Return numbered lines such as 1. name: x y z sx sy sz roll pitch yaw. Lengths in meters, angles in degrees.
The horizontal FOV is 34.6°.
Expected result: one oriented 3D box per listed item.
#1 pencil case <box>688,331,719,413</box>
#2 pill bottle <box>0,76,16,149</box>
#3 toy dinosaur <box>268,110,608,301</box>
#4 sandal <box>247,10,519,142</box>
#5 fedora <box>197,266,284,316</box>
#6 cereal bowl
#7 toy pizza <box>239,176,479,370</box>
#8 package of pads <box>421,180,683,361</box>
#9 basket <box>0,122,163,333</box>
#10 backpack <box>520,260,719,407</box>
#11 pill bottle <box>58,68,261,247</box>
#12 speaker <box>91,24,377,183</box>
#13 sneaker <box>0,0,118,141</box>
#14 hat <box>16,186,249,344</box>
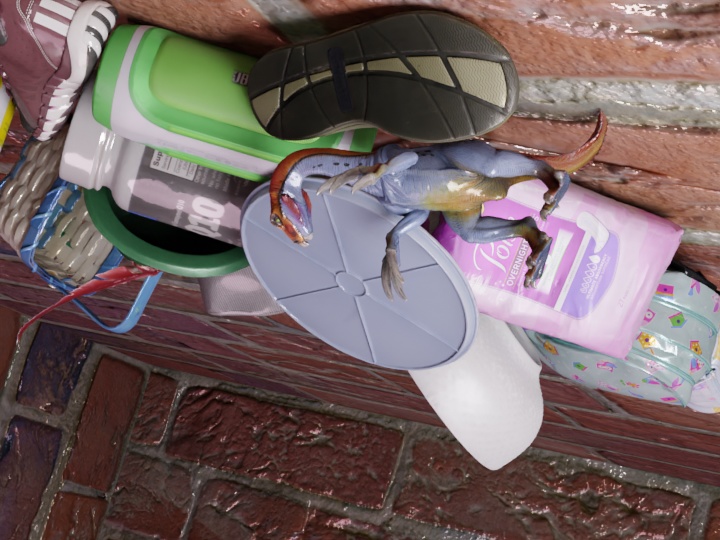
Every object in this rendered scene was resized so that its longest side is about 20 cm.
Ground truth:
1. pencil case: 0.359 0.095 1.241 0.091 0.083 0.200 34 179 30
2. pill bottle: -0.349 -0.107 0.940 0.109 0.200 0.109 15 168 3
3. toy dinosaur: 0.039 -0.049 0.758 0.181 0.200 0.105 21 127 20
4. sandal: 0.014 -0.125 0.747 0.201 0.080 0.057 5 -164 37
5. fedora: -0.104 0.001 1.223 0.200 0.091 0.177 -7 -178 -25
6. cereal bowl: 0.098 0.068 1.006 0.083 0.200 0.200 -33 152 11
7. toy pizza: 0.000 0.000 0.865 0.200 0.032 0.200 23 146 16
8. package of pads: 0.144 -0.015 0.922 0.200 0.121 0.076 19 -172 -15
9. basket: -0.257 -0.055 1.145 0.200 0.177 0.139 30 176 31
10. backpack: 0.233 0.045 1.058 0.200 0.127 0.167 10 170 47
11. pill bottle: -0.138 -0.090 0.959 0.200 0.114 0.114 17 168 -9
12. speaker: -0.089 -0.116 0.846 0.200 0.089 0.088 16 168 -3
13. sneaker: -0.260 -0.172 0.875 0.115 0.076 0.200 25 155 -18
14. hat: -0.192 -0.019 1.077 0.200 0.166 0.176 16 140 -10
